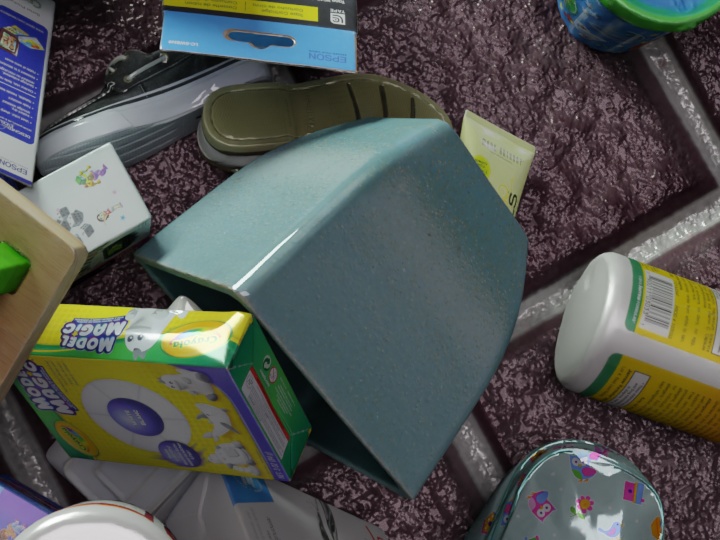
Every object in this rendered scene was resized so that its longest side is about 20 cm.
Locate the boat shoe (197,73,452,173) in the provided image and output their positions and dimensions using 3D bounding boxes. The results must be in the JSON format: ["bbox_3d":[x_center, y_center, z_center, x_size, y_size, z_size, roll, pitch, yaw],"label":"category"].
[{"bbox_3d":[-0.029,-0.107,0.955,0.198,0.068,0.076,3,71,-14],"label":"boat shoe"}]

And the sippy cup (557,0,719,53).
[{"bbox_3d":[0.221,-0.241,0.986,0.139,0.130,0.178,-38,89,-14],"label":"sippy cup"}]

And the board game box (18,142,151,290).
[{"bbox_3d":[-0.248,-0.004,0.862,0.199,0.148,0.065,-30,89,-12],"label":"board game box"}]

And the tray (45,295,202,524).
[{"bbox_3d":[-0.143,0.117,0.859,0.107,0.022,0.200,44,120,1],"label":"tray"}]

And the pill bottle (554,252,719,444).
[{"bbox_3d":[0.262,0.069,0.954,0.198,0.113,0.114,19,79,-6],"label":"pill bottle"}]

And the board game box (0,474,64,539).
[{"bbox_3d":[-0.180,0.211,0.847,0.199,0.134,0.045,31,77,-3],"label":"board game box"}]

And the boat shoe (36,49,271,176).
[{"bbox_3d":[-0.167,-0.134,0.943,0.199,0.072,0.071,-27,78,-23],"label":"boat shoe"}]

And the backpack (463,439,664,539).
[{"bbox_3d":[0.147,0.227,0.904,0.166,0.127,0.201,25,75,-1],"label":"backpack"}]

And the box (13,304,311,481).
[{"bbox_3d":[-0.142,0.075,0.774,0.198,0.118,0.049,3,48,26],"label":"box"}]

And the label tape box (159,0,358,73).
[{"bbox_3d":[-0.077,-0.208,0.925,0.143,0.064,0.202,5,54,-8],"label":"label tape box"}]

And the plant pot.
[{"bbox_3d":[0.000,0.000,0.853,0.200,0.195,0.197,-46,116,-15],"label":"plant pot"}]

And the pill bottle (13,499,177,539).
[{"bbox_3d":[-0.147,0.185,0.684,0.108,0.200,0.111,2,80,-10],"label":"pill bottle"}]

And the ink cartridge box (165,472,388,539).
[{"bbox_3d":[-0.027,0.215,0.841,0.199,0.116,0.067,31,102,-30],"label":"ink cartridge box"}]

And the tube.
[{"bbox_3d":[0.088,-0.022,0.971,0.051,0.058,0.202,11,75,18],"label":"tube"}]

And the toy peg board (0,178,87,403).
[{"bbox_3d":[-0.302,0.015,0.713,0.199,0.098,0.200,36,104,8],"label":"toy peg board"}]

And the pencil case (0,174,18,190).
[{"bbox_3d":[-0.340,-0.031,0.883,0.199,0.087,0.078,-35,114,-12],"label":"pencil case"}]

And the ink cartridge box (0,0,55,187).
[{"bbox_3d":[-0.266,-0.138,0.843,0.094,0.037,0.201,24,38,-31],"label":"ink cartridge box"}]
